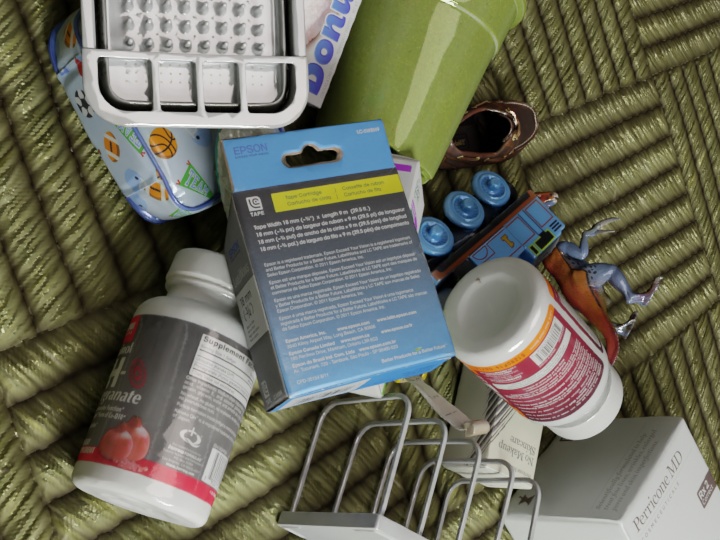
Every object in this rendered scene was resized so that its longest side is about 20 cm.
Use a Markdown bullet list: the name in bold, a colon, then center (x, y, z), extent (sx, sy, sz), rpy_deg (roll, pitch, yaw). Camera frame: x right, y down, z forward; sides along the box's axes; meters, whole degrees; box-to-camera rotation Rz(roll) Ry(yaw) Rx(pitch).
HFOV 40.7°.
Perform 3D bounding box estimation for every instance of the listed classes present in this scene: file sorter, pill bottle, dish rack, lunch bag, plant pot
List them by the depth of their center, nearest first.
- **dish rack**: center (-0.128, -0.208, 0.739), extent (0.169, 0.043, 0.203), rpy_deg (-2, 91, -19)
- **pill bottle**: center (-0.142, 0.090, 0.770), extent (0.110, 0.110, 0.202), rpy_deg (32, 64, -32)
- **lunch bag**: center (-0.155, -0.146, 0.823), extent (0.160, 0.075, 0.202), rpy_deg (-39, 107, -40)
- **file sorter**: center (0.055, 0.215, 0.898), extent (0.199, 0.138, 0.126), rpy_deg (35, 60, -30)
- **pill bottle**: center (0.172, 0.082, 0.935), extent (0.200, 0.109, 0.111), rpy_deg (42, 58, -40)
- **plant pot**: center (0.039, -0.192, 0.935), extent (0.199, 0.199, 0.192), rpy_deg (23, 80, -35)

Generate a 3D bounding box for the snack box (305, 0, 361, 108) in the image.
- **snack box**: center (-0.032, -0.249, 0.840), extent (0.071, 0.024, 0.202), rpy_deg (20, 91, -31)

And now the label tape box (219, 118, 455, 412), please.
- **label tape box**: center (-0.026, -0.007, 0.760), extent (0.143, 0.063, 0.202), rpy_deg (-10, 76, -24)

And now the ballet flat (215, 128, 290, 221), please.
- **ballet flat**: center (-0.073, -0.040, 0.819), extent (0.072, 0.071, 0.202), rpy_deg (-42, 144, -36)

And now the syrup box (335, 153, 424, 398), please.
- **syrup box**: center (0.000, 0.000, 0.860), extent (0.079, 0.080, 0.202), rpy_deg (76, 26, -64)

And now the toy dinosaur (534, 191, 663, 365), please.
- **toy dinosaur**: center (0.240, -0.009, 1.082), extent (0.180, 0.106, 0.200), rpy_deg (32, 35, 13)

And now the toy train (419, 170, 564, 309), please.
- **toy train**: center (0.119, -0.022, 1.004), extent (0.114, 0.087, 0.200), rpy_deg (44, 52, 10)

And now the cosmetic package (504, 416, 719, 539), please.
- **cosmetic package**: center (0.293, 0.291, 1.064), extent (0.165, 0.164, 0.201), rpy_deg (-43, 110, -37)

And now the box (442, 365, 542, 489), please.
- **box**: center (0.154, 0.124, 1.039), extent (0.082, 0.068, 0.202), rpy_deg (28, 65, -35)

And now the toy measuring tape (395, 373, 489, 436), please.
- **toy measuring tape**: center (0.052, 0.069, 0.891), extent (0.073, 0.200, 0.074), rpy_deg (-24, 133, -29)

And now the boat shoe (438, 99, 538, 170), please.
- **boat shoe**: center (0.141, -0.151, 1.073), extent (0.199, 0.070, 0.071), rpy_deg (-24, 97, -41)
